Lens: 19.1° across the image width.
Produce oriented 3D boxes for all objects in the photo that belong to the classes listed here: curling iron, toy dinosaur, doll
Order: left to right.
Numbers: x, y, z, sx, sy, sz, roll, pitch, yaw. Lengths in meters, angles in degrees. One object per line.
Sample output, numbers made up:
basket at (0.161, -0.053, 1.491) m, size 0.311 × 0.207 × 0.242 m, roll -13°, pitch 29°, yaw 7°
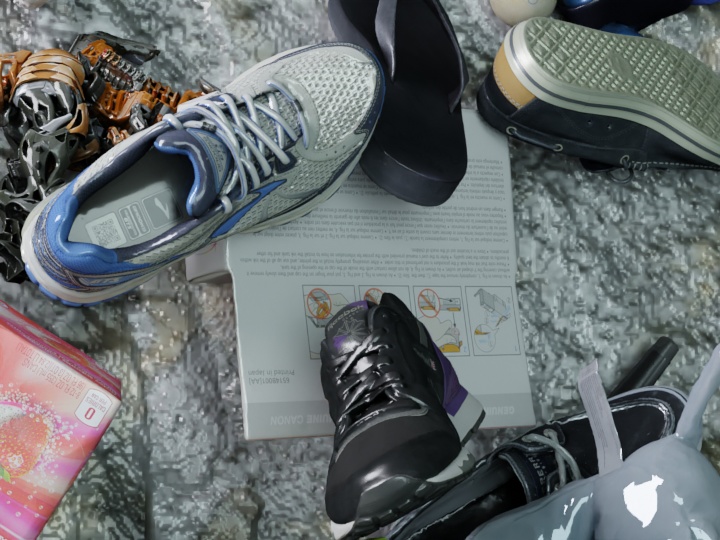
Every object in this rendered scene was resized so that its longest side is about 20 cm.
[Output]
toy dinosaur at (-0.160, -0.067, 1.122) m, size 0.198 × 0.102 × 0.137 m, roll 1°, pitch 67°, yaw 2°
curling iron at (0.122, 0.120, 1.196) m, size 0.049 × 0.026 × 0.201 m, roll 26°, pitch 69°, yaw 26°
doll at (0.164, -0.188, 1.236) m, size 0.199 × 0.048 × 0.137 m, roll -21°, pitch 99°, yaw -11°

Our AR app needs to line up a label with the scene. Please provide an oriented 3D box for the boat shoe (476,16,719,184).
boat shoe at (0.148, -0.090, 1.207) m, size 0.199 × 0.062 × 0.075 m, roll 11°, pitch 50°, yaw -36°

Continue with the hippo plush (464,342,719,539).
hippo plush at (0.150, 0.164, 1.099) m, size 0.161 × 0.158 × 0.202 m, roll 33°, pitch 53°, yaw -54°

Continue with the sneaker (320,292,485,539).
sneaker at (0.004, 0.063, 1.006) m, size 0.075 × 0.200 × 0.088 m, roll -29°, pitch 95°, yaw 8°

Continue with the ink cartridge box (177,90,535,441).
ink cartridge box at (0.000, 0.000, 1.131) m, size 0.199 × 0.045 × 0.178 m, roll 1°, pitch 81°, yaw -38°

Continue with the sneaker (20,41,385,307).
sneaker at (-0.068, -0.047, 1.017) m, size 0.199 × 0.085 × 0.077 m, roll -34°, pitch 88°, yaw -12°

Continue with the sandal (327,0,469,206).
sandal at (0.030, -0.111, 1.136) m, size 0.076 × 0.043 × 0.201 m, roll 17°, pitch 36°, yaw -22°

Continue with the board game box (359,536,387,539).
board game box at (-0.048, 0.189, 1.047) m, size 0.047 × 0.200 × 0.102 m, roll -7°, pitch 85°, yaw -31°

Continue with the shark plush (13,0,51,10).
shark plush at (-0.186, -0.234, 1.123) m, size 0.090 × 0.083 × 0.202 m, roll -2°, pitch 84°, yaw -16°

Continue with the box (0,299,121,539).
box at (-0.220, 0.045, 1.003) m, size 0.199 × 0.095 × 0.103 m, roll 34°, pitch 90°, yaw -8°

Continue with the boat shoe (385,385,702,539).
boat shoe at (0.096, 0.117, 1.147) m, size 0.199 × 0.068 × 0.072 m, roll -28°, pitch 59°, yaw -4°
